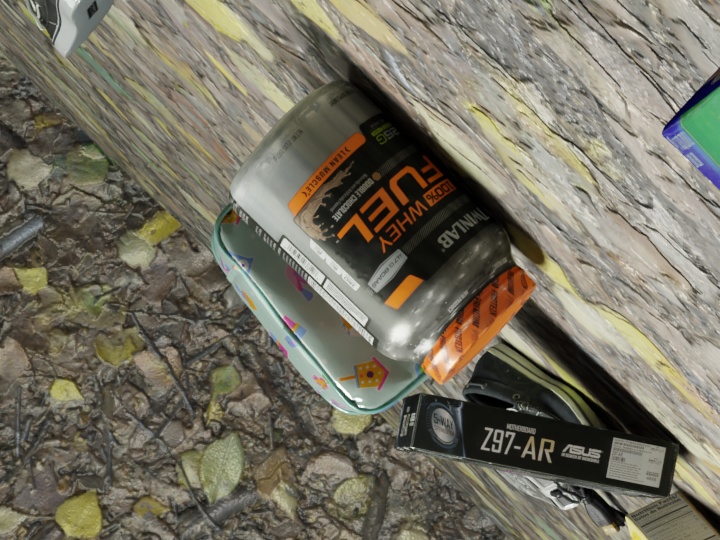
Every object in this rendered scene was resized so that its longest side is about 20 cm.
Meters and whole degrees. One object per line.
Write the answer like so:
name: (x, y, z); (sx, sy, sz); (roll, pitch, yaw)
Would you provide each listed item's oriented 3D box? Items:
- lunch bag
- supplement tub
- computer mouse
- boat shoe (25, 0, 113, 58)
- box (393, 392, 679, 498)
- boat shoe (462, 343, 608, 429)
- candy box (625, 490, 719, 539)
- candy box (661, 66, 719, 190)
lunch bag: (0.000, 0.000, 1.806); (0.200, 0.160, 0.077); (51, 168, 0)
supplement tub: (0.017, -0.024, 1.676); (0.200, 0.123, 0.123); (43, 174, 8)
computer mouse: (0.188, 0.201, 2.432); (0.110, 0.044, 0.200); (43, 170, -28)
boat shoe: (-0.282, -0.258, 2.304); (0.068, 0.074, 0.199); (40, 173, 2)
box: (0.132, 0.136, 1.880); (0.200, 0.044, 0.160); (11, 175, -2)
boat shoe: (0.153, 0.125, 2.055); (0.075, 0.062, 0.200); (51, 170, -36)
candy box: (0.285, 0.274, 1.932); (0.200, 0.055, 0.116); (-131, 20, -60)
candy box: (0.203, -0.010, 0.767); (0.200, 0.077, 0.169); (44, 173, 0)
